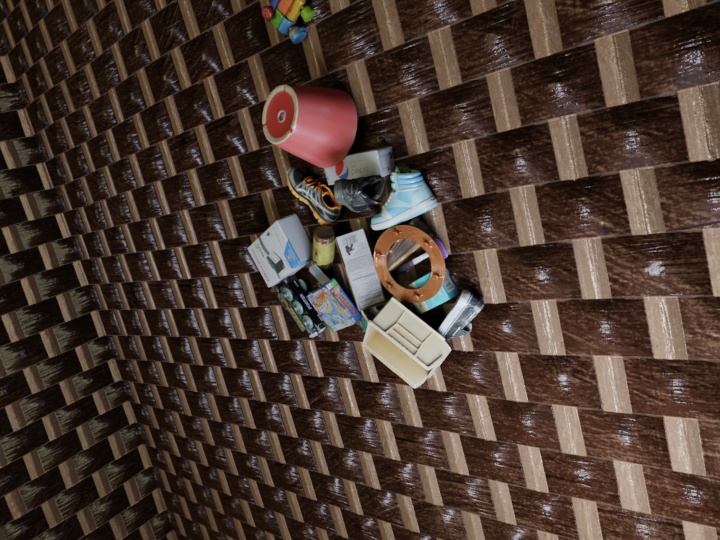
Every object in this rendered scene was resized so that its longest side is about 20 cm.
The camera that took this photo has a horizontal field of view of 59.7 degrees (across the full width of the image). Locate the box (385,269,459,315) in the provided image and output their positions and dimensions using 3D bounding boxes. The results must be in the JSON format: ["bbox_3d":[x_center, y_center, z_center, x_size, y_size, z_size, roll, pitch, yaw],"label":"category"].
[{"bbox_3d":[0.155,0.064,1.611,0.199,0.049,0.083,-34,84,47],"label":"box"}]

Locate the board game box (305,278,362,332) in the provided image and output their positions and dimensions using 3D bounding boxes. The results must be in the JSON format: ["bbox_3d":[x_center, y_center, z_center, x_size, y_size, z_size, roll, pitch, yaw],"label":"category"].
[{"bbox_3d":[-0.079,0.103,1.805,0.136,0.034,0.200,53,157,-2],"label":"board game box"}]

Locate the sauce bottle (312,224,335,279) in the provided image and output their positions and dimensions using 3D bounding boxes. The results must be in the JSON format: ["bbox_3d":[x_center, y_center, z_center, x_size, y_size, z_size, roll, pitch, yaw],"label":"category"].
[{"bbox_3d":[-0.105,-0.043,1.779,0.066,0.066,0.201,39,147,24],"label":"sauce bottle"}]

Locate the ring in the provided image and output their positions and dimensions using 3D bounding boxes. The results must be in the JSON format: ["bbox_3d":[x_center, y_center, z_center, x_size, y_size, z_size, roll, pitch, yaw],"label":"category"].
[{"bbox_3d":[0.116,-0.013,1.545,0.198,0.019,0.203,14,116,30],"label":"ring"}]

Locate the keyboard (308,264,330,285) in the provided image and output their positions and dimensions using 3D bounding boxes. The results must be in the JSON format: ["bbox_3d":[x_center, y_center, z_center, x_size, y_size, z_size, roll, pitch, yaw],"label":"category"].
[{"bbox_3d":[-0.073,0.060,1.807,0.200,0.011,0.056,47,150,-8],"label":"keyboard"}]

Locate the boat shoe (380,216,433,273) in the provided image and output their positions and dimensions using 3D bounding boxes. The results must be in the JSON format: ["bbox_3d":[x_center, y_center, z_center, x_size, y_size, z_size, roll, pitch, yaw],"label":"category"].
[{"bbox_3d":[0.102,-0.060,1.593,0.071,0.070,0.200,51,127,4],"label":"boat shoe"}]

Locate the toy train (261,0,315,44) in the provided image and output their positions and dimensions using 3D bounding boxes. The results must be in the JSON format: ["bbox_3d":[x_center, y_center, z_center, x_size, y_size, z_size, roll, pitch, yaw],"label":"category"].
[{"bbox_3d":[-0.154,-0.673,1.558,0.116,0.085,0.200,48,135,2],"label":"toy train"}]

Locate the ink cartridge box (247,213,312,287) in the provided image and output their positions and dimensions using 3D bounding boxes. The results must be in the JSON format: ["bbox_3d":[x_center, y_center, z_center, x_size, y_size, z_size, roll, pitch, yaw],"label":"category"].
[{"bbox_3d":[-0.241,-0.058,1.914,0.199,0.083,0.146,-34,84,47],"label":"ink cartridge box"}]

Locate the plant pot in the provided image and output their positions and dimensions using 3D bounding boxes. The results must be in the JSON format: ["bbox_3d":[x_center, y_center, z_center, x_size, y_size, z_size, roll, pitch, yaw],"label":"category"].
[{"bbox_3d":[-0.134,-0.369,1.561,0.199,0.176,0.203,-3,86,43],"label":"plant pot"}]

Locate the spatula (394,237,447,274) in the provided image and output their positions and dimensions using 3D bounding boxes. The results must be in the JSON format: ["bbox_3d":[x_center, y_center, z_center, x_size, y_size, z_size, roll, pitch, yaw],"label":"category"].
[{"bbox_3d":[0.147,-0.028,1.596,0.199,0.020,0.057,-29,89,48],"label":"spatula"}]

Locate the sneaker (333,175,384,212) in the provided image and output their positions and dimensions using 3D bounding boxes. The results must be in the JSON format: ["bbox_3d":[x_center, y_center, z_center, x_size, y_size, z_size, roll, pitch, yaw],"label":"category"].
[{"bbox_3d":[0.018,-0.188,1.548,0.113,0.199,0.077,1,88,19],"label":"sneaker"}]

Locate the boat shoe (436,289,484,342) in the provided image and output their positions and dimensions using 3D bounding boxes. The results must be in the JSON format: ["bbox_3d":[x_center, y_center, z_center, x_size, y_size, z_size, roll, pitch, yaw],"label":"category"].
[{"bbox_3d":[0.240,0.133,1.543,0.070,0.072,0.201,33,139,8],"label":"boat shoe"}]

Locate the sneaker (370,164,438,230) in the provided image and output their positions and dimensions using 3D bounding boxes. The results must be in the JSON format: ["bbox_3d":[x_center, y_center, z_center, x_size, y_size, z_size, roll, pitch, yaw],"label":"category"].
[{"bbox_3d":[0.088,-0.184,1.544,0.199,0.079,0.132,-21,95,37],"label":"sneaker"}]

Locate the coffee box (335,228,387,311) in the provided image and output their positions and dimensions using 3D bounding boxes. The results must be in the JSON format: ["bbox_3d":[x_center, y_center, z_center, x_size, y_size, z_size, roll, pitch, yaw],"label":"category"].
[{"bbox_3d":[0.000,0.000,1.664,0.113,0.079,0.202,171,81,-86],"label":"coffee box"}]

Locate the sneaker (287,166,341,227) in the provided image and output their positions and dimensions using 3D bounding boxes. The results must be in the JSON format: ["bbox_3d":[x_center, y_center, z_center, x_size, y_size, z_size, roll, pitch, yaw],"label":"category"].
[{"bbox_3d":[-0.123,-0.216,1.739,0.200,0.078,0.077,47,136,3],"label":"sneaker"}]

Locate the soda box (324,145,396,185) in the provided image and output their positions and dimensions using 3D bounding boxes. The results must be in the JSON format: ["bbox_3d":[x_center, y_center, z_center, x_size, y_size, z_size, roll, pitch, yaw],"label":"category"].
[{"bbox_3d":[-0.004,-0.267,1.605,0.198,0.063,0.069,-1,108,45],"label":"soda box"}]

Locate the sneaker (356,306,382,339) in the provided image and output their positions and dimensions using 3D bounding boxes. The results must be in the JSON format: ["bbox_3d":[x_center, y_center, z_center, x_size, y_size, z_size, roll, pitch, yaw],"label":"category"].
[{"bbox_3d":[0.046,0.164,1.761,0.202,0.077,0.080,67,154,6],"label":"sneaker"}]

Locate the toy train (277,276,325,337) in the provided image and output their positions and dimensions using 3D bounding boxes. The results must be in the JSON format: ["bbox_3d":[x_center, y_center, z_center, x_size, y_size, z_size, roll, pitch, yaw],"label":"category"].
[{"bbox_3d":[-0.181,0.114,1.944,0.201,0.085,0.114,53,148,9],"label":"toy train"}]

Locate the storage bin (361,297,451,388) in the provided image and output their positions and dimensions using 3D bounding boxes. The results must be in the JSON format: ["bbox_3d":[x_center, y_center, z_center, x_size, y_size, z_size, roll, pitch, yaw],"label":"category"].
[{"bbox_3d":[0.114,0.192,1.602,0.198,0.094,0.200,39,159,11],"label":"storage bin"}]
